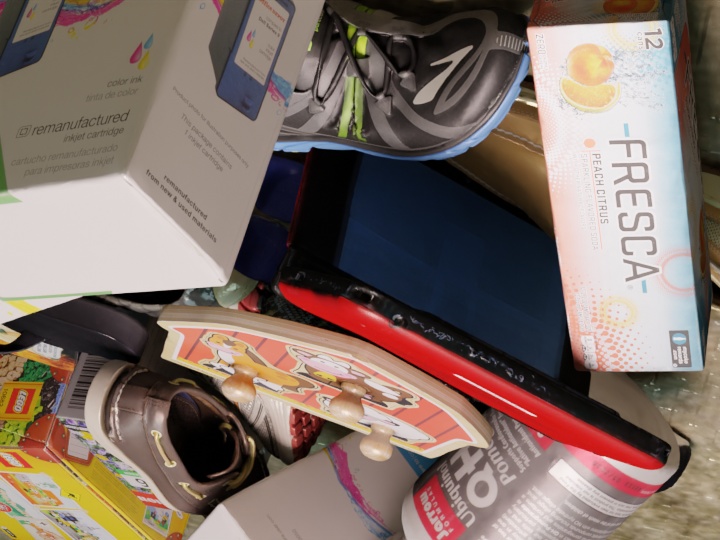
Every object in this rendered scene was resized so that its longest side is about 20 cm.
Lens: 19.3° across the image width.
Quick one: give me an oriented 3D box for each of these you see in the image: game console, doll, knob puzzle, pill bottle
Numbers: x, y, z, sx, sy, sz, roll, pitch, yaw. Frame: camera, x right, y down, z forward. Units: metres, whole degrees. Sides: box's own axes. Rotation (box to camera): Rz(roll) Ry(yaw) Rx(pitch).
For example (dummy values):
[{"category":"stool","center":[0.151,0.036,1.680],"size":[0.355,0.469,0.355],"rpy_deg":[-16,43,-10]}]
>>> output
[{"category":"game console","center":[0.068,0.004,1.104],"size":[0.199,0.119,0.172],"rpy_deg":[27,174,-21]},{"category":"doll","center":[0.000,0.000,1.214],"size":[0.199,0.048,0.137],"rpy_deg":[23,111,4]},{"category":"knob puzzle","center":[-0.021,0.067,1.165],"size":[0.218,0.031,0.220],"rpy_deg":[19,166,5]},{"category":"pill bottle","center":[0.096,0.148,1.326],"size":[0.110,0.111,0.200],"rpy_deg":[32,113,-28]}]

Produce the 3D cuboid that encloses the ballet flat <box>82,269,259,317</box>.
[{"category":"ballet flat","center":[-0.150,-0.004,1.319],"size":[0.199,0.067,0.057],"rpy_deg":[3,-177,28]}]

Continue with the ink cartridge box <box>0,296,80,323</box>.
[{"category":"ink cartridge box","center":[-0.192,-0.054,1.171],"size":[0.083,0.146,0.199],"rpy_deg":[36,147,-30]}]

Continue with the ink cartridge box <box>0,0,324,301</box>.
[{"category":"ink cartridge box","center":[-0.109,-0.094,0.992],"size":[0.145,0.201,0.088],"rpy_deg":[-4,143,36]}]

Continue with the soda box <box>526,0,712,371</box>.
[{"category":"soda box","center":[0.127,-0.048,1.013],"size":[0.068,0.064,0.201],"rpy_deg":[-1,126,15]}]

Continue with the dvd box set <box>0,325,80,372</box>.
[{"category":"dvd box set","center":[-0.282,0.003,1.450],"size":[0.199,0.030,0.147],"rpy_deg":[17,153,-3]}]

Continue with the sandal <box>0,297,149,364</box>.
[{"category":"sandal","center":[-0.232,0.030,1.362],"size":[0.199,0.043,0.076],"rpy_deg":[13,161,26]}]

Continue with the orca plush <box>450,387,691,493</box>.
[{"category":"orca plush","center":[0.119,0.115,1.392],"size":[0.199,0.071,0.105],"rpy_deg":[27,151,-20]}]

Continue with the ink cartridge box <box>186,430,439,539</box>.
[{"category":"ink cartridge box","center":[-0.036,0.186,1.438],"size":[0.085,0.199,0.145],"rpy_deg":[52,135,12]}]

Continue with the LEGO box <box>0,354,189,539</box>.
[{"category":"LEGO box","center":[-0.240,0.146,1.639],"size":[0.148,0.078,0.200],"rpy_deg":[0,148,28]}]

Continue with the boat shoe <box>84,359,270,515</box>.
[{"category":"boat shoe","center":[-0.106,0.117,1.385],"size":[0.059,0.072,0.200],"rpy_deg":[11,159,30]}]

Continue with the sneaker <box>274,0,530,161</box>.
[{"category":"sneaker","center":[-0.004,-0.101,1.061],"size":[0.198,0.071,0.083],"rpy_deg":[0,155,34]}]

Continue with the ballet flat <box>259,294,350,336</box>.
[{"category":"ballet flat","center":[0.030,0.027,1.278],"size":[0.198,0.075,0.074],"rpy_deg":[-6,150,3]}]

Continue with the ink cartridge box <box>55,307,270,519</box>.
[{"category":"ink cartridge box","center":[-0.128,0.103,1.462],"size":[0.050,0.110,0.200],"rpy_deg":[5,151,27]}]

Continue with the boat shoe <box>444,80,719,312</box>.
[{"category":"boat shoe","center":[0.121,-0.035,1.108],"size":[0.199,0.077,0.072],"rpy_deg":[21,154,-7]}]

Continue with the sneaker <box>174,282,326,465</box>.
[{"category":"sneaker","center":[-0.067,0.058,1.402],"size":[0.082,0.078,0.201],"rpy_deg":[14,147,23]}]
